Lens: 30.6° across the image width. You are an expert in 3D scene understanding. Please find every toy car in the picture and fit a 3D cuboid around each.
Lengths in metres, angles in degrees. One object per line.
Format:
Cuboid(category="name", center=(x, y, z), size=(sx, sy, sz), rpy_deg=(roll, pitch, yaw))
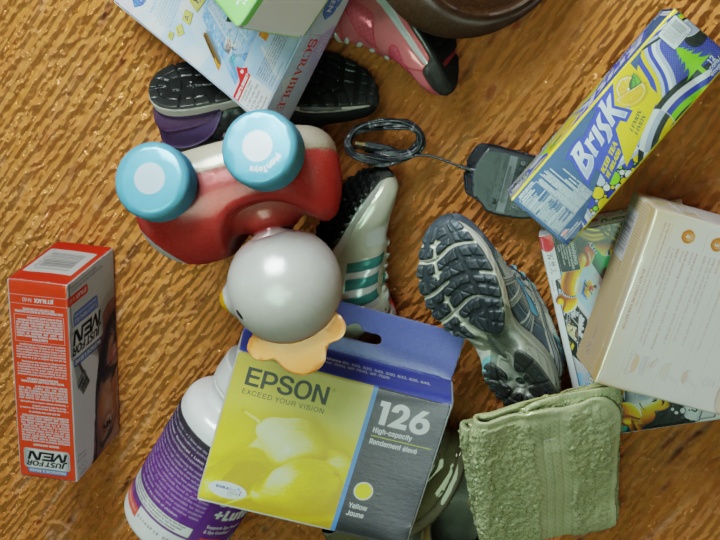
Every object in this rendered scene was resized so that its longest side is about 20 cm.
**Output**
Cuboid(category="toy car", center=(-0.087, -0.007, 1.084), size=(0.176, 0.184, 0.200), rpy_deg=(-15, 82, 8))

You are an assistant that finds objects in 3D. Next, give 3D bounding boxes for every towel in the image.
Cuboid(category="towel", center=(0.165, 0.181, 1.176), size=(0.148, 0.037, 0.200), rpy_deg=(-14, 134, -5))

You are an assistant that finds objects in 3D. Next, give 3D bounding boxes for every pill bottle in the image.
Cuboid(category="pill bottle", center=(-0.136, 0.172, 1.255), size=(0.111, 0.111, 0.200), rpy_deg=(32, 113, 0))

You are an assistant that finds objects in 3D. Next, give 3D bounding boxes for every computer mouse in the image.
Cuboid(category="computer mouse", center=(0.084, -0.092, 1.147), size=(0.200, 0.034, 0.059), rpy_deg=(17, 102, 1))

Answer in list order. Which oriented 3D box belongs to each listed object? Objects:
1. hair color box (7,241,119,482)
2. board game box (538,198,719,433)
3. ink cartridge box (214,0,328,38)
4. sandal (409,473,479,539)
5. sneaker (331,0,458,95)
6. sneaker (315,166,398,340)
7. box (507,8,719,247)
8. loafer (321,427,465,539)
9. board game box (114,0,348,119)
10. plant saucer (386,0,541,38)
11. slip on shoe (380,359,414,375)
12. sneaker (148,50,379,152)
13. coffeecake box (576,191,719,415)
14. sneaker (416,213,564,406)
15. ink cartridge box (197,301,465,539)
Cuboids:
Cuboid(category="hair color box", center=(-0.280, 0.086, 1.257), size=(0.064, 0.111, 0.200), rpy_deg=(7, 111, 10))
Cuboid(category="board game box", center=(0.241, 0.046, 1.168), size=(0.126, 0.035, 0.200), rpy_deg=(-11, 106, 15))
Cuboid(category="ink cartridge box", center=(-0.087, -0.299, 0.999), size=(0.200, 0.084, 0.146), rpy_deg=(50, 119, 23))
Cuboid(category="sandal", center=(0.094, 0.258, 1.265), size=(0.082, 0.055, 0.200), rpy_deg=(31, 113, 0))
Cuboid(category="sneaker", center=(0.004, -0.219, 1.116), size=(0.087, 0.074, 0.200), rpy_deg=(-39, 90, 31))
Cuboid(category="sneaker", center=(0.000, 0.001, 1.198), size=(0.093, 0.070, 0.200), rpy_deg=(21, 109, -20))
Cuboid(category="box", center=(0.209, -0.118, 1.079), size=(0.064, 0.070, 0.200), rpy_deg=(40, 101, -4))
Cuboid(category="loafer", center=(0.032, 0.218, 1.254), size=(0.067, 0.076, 0.200), rpy_deg=(35, 113, -8))
Cuboid(category="board game box", center=(-0.094, -0.258, 1.087), size=(0.199, 0.041, 0.200), rpy_deg=(41, 115, 25))
Cuboid(category="plant saucer", center=(0.098, -0.275, 1.024), size=(0.200, 0.034, 0.201), rpy_deg=(-12, 117, -24))
Cuboid(category="slip on shoe", center=(-0.014, 0.146, 1.248), size=(0.076, 0.061, 0.200), rpy_deg=(25, 117, -18))
Cuboid(category="sneaker", center=(-0.082, -0.140, 1.167), size=(0.199, 0.076, 0.088), rpy_deg=(0, 140, 4))
Cuboid(category="coffeecake box", center=(0.304, 0.038, 1.099), size=(0.200, 0.073, 0.154), rpy_deg=(15, 104, -7))
Cuboid(category="sneaker", center=(0.118, 0.029, 1.161), size=(0.077, 0.086, 0.200), rpy_deg=(-16, 115, 34))
Cuboid(category="ink cartridge box", center=(-0.025, 0.130, 1.166), size=(0.197, 0.047, 0.200), rpy_deg=(14, 105, -6))
